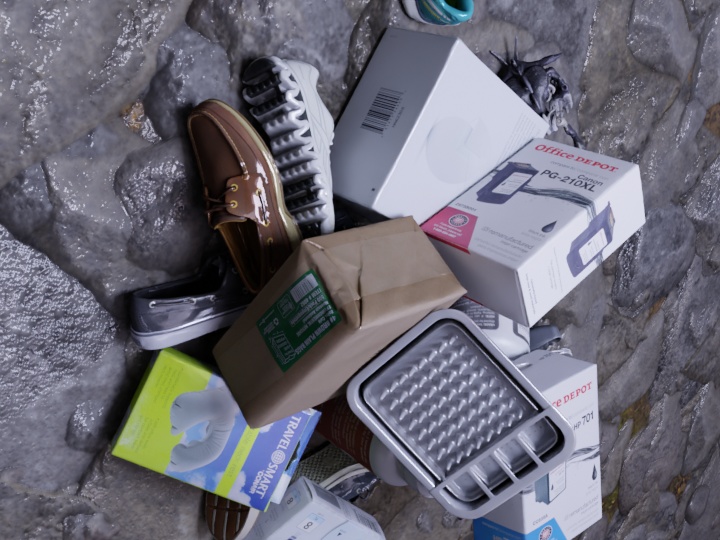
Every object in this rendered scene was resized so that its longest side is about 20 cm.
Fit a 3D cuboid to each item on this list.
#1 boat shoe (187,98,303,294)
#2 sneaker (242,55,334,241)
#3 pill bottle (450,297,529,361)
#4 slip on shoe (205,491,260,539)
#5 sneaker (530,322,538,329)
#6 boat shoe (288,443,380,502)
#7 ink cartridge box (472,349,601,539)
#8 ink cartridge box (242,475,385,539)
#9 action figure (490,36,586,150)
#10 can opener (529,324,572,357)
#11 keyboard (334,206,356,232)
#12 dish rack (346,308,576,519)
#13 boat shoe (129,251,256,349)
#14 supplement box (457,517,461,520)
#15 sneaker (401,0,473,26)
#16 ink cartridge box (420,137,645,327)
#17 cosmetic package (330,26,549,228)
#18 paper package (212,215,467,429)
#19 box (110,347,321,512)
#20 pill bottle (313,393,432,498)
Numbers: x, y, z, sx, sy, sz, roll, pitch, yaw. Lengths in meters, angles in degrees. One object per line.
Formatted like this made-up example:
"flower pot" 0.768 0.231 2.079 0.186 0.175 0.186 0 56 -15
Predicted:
"boat shoe" -0.118 -0.069 0.861 0.068 0.072 0.201 -41 115 -44
"sneaker" -0.055 -0.121 0.899 0.081 0.075 0.201 -19 100 -51
"pill bottle" 0.157 0.070 1.105 0.111 0.110 0.201 41 44 -43
"slip on shoe" -0.125 0.220 1.018 0.061 0.076 0.201 4 99 -54
"sneaker" 0.225 0.082 1.256 0.079 0.075 0.200 -66 169 -53
"boat shoe" -0.015 0.258 1.127 0.200 0.075 0.062 -21 126 -28
"ink cartridge box" 0.200 0.211 1.005 0.146 0.086 0.201 -18 111 -38
"ink cartridge box" -0.090 0.353 1.074 0.200 0.047 0.160 -42 133 6
"action figure" 0.228 -0.195 1.123 0.119 0.102 0.200 -27 87 3
"can opener" 0.208 0.141 1.230 0.053 0.067 0.200 9 146 -43
"keyboard" 0.000 0.000 1.002 0.104 0.040 0.200 -40 148 -4
"dish rack" 0.103 0.143 0.901 0.172 0.200 0.044 -42 -176 26
"boat shoe" -0.148 0.016 0.911 0.199 0.070 0.066 -20 120 -27
"supplement box" 0.129 0.200 1.130 0.110 0.200 0.086 -17 153 -35
"sneaker" 0.077 -0.356 0.933 0.077 0.080 0.200 -40 129 -21
"ink cartridge box" 0.188 -0.049 0.949 0.200 0.145 0.085 -38 130 -23
"cosmetic package" 0.082 -0.135 1.004 0.200 0.123 0.200 29 88 -43
"paper package" -0.024 0.052 0.893 0.190 0.104 0.200 -17 157 -49
"box" -0.147 0.172 0.933 0.200 0.048 0.122 26 91 -17
"pill bottle" 0.031 0.184 1.043 0.112 0.200 0.113 -17 119 -35
